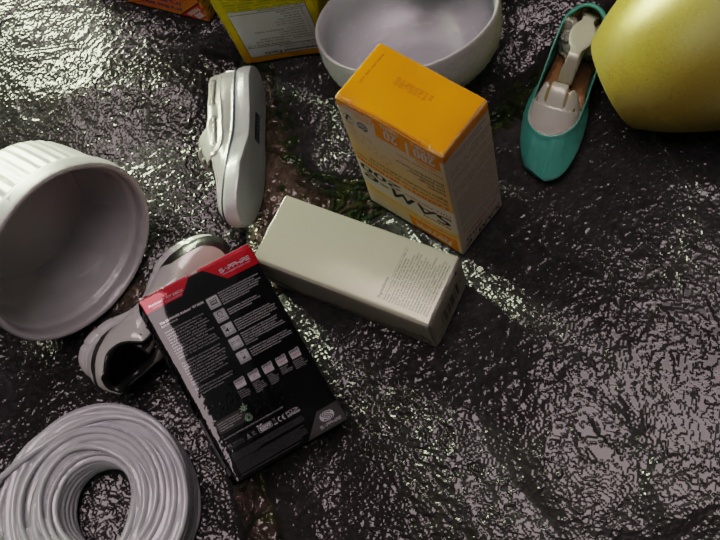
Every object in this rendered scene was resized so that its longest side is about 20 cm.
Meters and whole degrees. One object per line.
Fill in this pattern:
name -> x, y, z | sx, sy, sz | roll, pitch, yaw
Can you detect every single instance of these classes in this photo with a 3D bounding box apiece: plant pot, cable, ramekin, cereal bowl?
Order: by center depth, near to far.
plant pot -> 0.311, -0.215, 1.051 | 0.142, 0.200, 0.201 | -24, 63, 30
cable -> -0.255, 0.232, 1.058 | 0.200, 0.069, 0.200 | 41, 82, 23
ramekin -> -0.329, -0.038, 1.116 | 0.105, 0.200, 0.200 | 30, 78, 31
cereal bowl -> 0.055, -0.241, 1.148 | 0.199, 0.083, 0.200 | -8, 46, 8

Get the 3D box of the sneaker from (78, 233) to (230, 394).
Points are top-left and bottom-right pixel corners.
sneaker -> -0.201, 0.049, 1.102 | 0.200, 0.074, 0.080 | -48, 28, -1

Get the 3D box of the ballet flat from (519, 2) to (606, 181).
ballet flat -> 0.209, -0.192, 1.114 | 0.067, 0.070, 0.200 | 16, 74, 18

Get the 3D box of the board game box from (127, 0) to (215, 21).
board game box -> -0.250, -0.446, 1.250 | 0.199, 0.200, 0.200 | 18, 74, 19

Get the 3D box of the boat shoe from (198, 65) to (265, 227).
boat shoe -> -0.145, -0.135, 1.176 | 0.066, 0.072, 0.201 | -7, 67, 15

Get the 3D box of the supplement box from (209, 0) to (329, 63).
supplement box -> -0.103, -0.328, 1.169 | 0.109, 0.200, 0.110 | -5, 68, 11

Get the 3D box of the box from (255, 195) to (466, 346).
box -> 0.000, 0.000, 1.089 | 0.200, 0.068, 0.082 | 22, 75, 20

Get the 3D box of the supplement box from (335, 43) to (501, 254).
supplement box -> 0.061, -0.112, 1.046 | 0.126, 0.200, 0.074 | 32, 75, 23

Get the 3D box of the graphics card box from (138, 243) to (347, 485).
graphics card box -> -0.115, 0.091, 1.045 | 0.125, 0.051, 0.200 | -28, 81, -18
